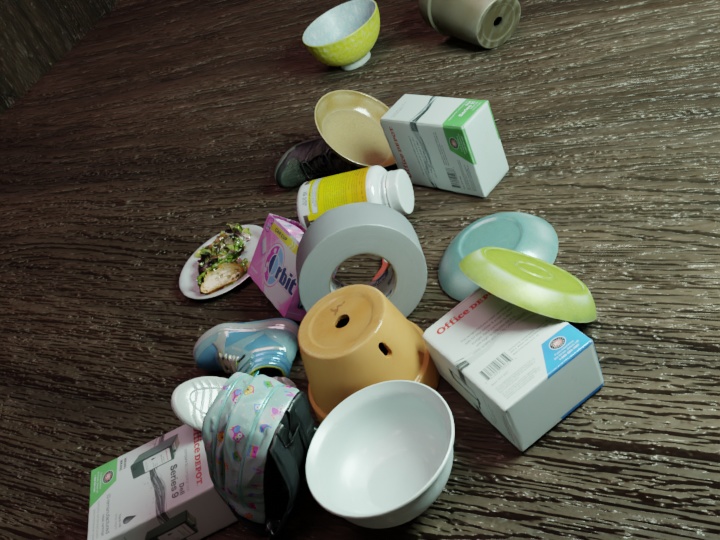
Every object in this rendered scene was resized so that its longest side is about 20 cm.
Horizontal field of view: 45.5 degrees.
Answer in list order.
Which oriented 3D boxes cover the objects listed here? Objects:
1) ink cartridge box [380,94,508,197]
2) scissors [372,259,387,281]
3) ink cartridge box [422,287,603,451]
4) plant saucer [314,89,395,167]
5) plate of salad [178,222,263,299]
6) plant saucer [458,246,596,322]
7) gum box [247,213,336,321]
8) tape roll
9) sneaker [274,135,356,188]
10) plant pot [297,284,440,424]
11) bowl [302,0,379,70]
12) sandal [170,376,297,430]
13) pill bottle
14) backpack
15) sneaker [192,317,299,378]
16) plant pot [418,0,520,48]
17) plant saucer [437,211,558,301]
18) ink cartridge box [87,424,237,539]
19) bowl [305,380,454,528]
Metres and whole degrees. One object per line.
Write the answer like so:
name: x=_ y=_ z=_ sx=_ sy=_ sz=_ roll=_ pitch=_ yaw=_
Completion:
ink cartridge box: x=0.146 y=-0.223 z=1.512 sx=0.197 sy=0.148 sz=0.083 roll=17 pitch=53 yaw=44
scissors: x=0.028 y=0.024 z=1.409 sx=0.072 sy=0.014 sz=0.201 roll=12 pitch=51 yaw=40
ink cartridge box: x=0.195 y=0.114 z=1.127 sx=0.145 sy=0.085 sz=0.200 roll=-35 pitch=35 yaw=-9
plant saucer: x=-0.003 y=-0.269 z=1.684 sx=0.036 sy=0.196 sz=0.204 roll=123 pitch=154 yaw=-48
plate of salad: x=-0.266 y=-0.026 z=1.644 sx=0.196 sy=0.049 sz=0.202 roll=-19 pitch=37 yaw=15
plant saucer: x=0.230 y=0.012 z=1.160 sx=0.200 sy=0.196 sz=0.032 roll=42 pitch=117 yaw=52
gum box: x=-0.114 y=-0.003 z=1.444 sx=0.200 sy=0.065 sz=0.116 roll=41 pitch=112 yaw=55
tape roll: x=0.000 y=0.000 z=1.299 sx=0.196 sy=0.202 sz=0.067 roll=-24 pitch=35 yaw=6
sneaker: x=-0.080 y=-0.218 z=1.721 sx=0.196 sy=0.077 sz=0.115 roll=-26 pitch=29 yaw=-4
plant pot: x=-0.001 y=0.119 z=1.211 sx=0.196 sy=0.141 sz=0.203 roll=-18 pitch=38 yaw=15
bowl: x=-0.031 y=-0.546 z=2.052 sx=0.196 sy=0.109 sz=0.202 roll=-18 pitch=37 yaw=14
sandal: x=-0.180 y=0.200 z=1.246 sx=0.050 sy=0.198 sz=0.084 roll=-48 pitch=48 yaw=47
pill bottle: x=-0.008 y=-0.121 z=1.528 sx=0.196 sy=0.110 sz=0.111 roll=-10 pitch=39 yaw=25
backpack: x=-0.127 y=0.226 z=1.103 sx=0.123 sy=0.202 sz=0.169 roll=13 pitch=52 yaw=11
sneaker: x=-0.192 y=0.149 z=1.358 sx=0.196 sy=0.080 sz=0.132 roll=-15 pitch=37 yaw=21
plant pot: x=0.248 y=-0.572 z=1.847 sx=0.198 sy=0.201 sz=0.175 roll=-32 pitch=52 yaw=-5
plant saucer: x=0.207 y=-0.034 z=1.336 sx=0.197 sy=0.039 sz=0.203 roll=-18 pitch=37 yaw=14
ink cartridge box: x=-0.277 y=0.314 z=1.212 sx=0.197 sy=0.085 sz=0.147 roll=-27 pitch=36 yaw=3
bowl: x=0.037 y=0.245 z=1.076 sx=0.197 sy=0.091 sz=0.203 roll=-19 pitch=37 yaw=14
